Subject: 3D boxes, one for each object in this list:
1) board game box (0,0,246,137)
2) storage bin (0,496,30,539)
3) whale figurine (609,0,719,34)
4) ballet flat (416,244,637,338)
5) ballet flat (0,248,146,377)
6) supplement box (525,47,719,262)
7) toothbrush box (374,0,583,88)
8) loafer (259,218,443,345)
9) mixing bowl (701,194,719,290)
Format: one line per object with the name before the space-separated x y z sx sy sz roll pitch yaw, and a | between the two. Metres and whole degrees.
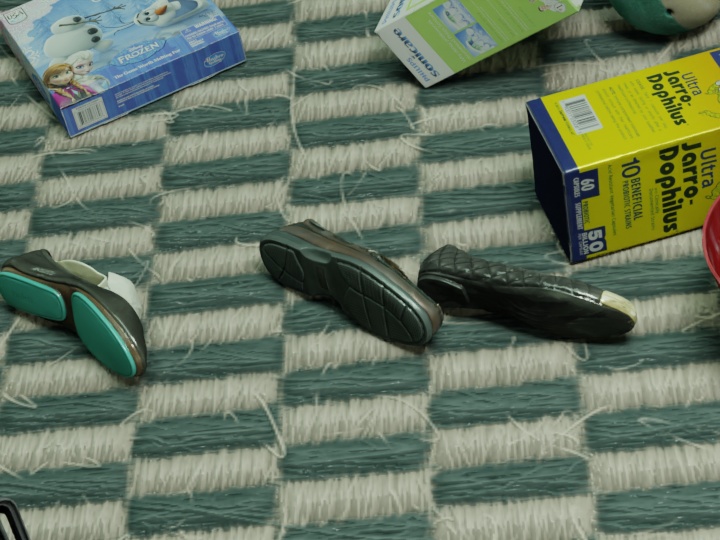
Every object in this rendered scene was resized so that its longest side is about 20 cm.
board game box | -0.250 -0.242 1.984 0.200 0.043 0.199 -26 44 -14
storage bin | -0.337 0.257 1.412 0.094 0.135 0.200 17 50 27
whale figurine | 0.292 -0.320 1.885 0.104 0.159 0.200 -21 47 31
ballet flat | 0.140 0.013 1.615 0.200 0.067 0.057 13 53 25
ballet flat | -0.239 0.027 1.687 0.200 0.068 0.068 29 48 35
supplement box | 0.258 -0.103 1.681 0.200 0.109 0.110 -16 43 -4
toothbrush box | 0.129 -0.283 1.849 0.200 0.086 0.146 -24 30 42
loafer | 0.000 0.000 1.662 0.200 0.072 0.063 26 48 35
mixing bowl | 0.376 0.009 1.539 0.200 0.108 0.200 -6 44 6
